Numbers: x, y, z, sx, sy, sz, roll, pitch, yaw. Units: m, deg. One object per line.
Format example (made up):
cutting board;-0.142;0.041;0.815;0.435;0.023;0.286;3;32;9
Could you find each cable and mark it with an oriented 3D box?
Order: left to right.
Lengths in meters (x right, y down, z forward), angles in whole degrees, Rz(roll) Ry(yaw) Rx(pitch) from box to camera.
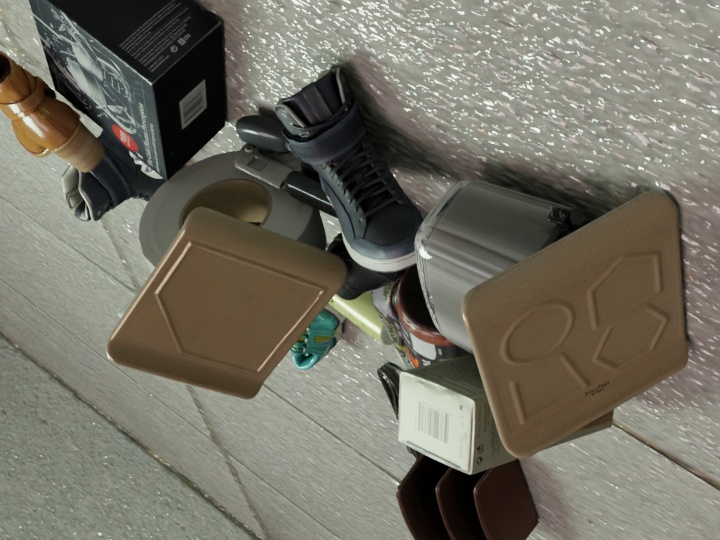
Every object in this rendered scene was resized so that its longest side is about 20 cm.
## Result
cable;0.072;0.199;1.560;0.097;0.050;0.201;37;152;64

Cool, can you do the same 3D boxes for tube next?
tube;-0.026;0.025;1.370;0.199;0.052;0.059;33;129;35

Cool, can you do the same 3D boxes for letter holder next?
letter holder;0.142;0.316;1.486;0.100;0.142;0.201;24;152;37

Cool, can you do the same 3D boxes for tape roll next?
tape roll;-0.139;-0.041;1.230;0.201;0.202;0.071;27;150;34

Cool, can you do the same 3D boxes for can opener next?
can opener;-0.058;-0.107;1.172;0.199;0.053;0.067;27;154;32

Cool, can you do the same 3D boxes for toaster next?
toaster;0.127;0.005;0.971;0.128;0.114;0.201;23;151;31

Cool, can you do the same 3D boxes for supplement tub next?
supplement tub;0.100;0.077;1.168;0.106;0.107;0.201;29;154;29

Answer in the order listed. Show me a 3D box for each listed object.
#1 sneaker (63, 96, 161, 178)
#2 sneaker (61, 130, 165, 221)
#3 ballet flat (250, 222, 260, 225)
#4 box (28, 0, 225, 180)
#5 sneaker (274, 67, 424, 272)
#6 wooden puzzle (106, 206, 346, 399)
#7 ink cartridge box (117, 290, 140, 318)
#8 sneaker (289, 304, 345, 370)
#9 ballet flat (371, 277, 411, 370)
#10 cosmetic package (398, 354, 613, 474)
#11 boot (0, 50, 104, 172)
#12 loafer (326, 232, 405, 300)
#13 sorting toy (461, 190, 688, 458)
sneaker;-0.277;-0.196;1.342;0.200;0.081;0.088;45;164;-20
sneaker;-0.302;-0.096;1.466;0.077;0.146;0.203;18;150;41
ballet flat;-0.142;-0.035;1.440;0.066;0.057;0.200;38;158;12
box;-0.246;-0.227;1.202;0.182;0.104;0.200;39;158;12
sneaker;-0.010;-0.096;1.018;0.203;0.076;0.147;54;172;50
wooden puzzle;-0.137;0.036;1.140;0.184;0.201;0.037;19;-149;-31
ink cartridge box;-0.237;0.075;1.684;0.199;0.146;0.147;6;138;56
sneaker;-0.067;0.077;1.470;0.077;0.080;0.200;33;161;18
ballet flat;0.065;0.075;1.279;0.072;0.072;0.201;17;142;47
cosmetic package;0.141;0.123;1.057;0.105;0.199;0.072;17;110;50
boot;-0.392;-0.198;1.302;0.199;0.074;0.155;23;163;45
loafer;0.000;0.000;1.191;0.068;0.071;0.200;30;175;-13
sorting toy;0.176;0.046;0.902;0.037;0.184;0.201;56;172;46
